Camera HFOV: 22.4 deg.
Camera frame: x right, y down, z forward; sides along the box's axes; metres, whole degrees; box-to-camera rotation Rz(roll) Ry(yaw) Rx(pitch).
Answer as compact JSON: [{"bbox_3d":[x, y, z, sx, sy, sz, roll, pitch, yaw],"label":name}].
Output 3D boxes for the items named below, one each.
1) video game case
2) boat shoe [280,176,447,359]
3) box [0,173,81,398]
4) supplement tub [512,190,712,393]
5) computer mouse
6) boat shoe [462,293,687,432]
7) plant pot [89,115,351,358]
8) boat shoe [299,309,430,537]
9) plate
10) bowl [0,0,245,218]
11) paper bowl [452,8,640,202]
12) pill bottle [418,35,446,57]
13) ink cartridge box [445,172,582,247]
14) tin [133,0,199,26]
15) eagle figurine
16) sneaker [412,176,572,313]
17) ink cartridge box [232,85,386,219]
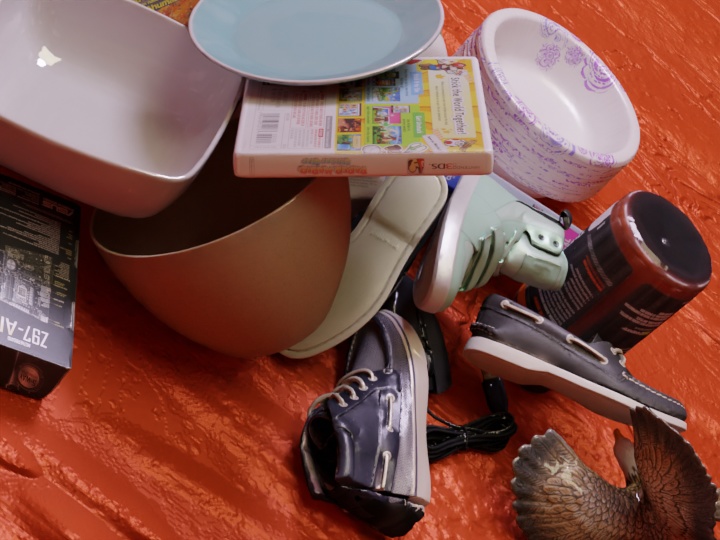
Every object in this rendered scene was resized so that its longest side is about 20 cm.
[{"bbox_3d":[0.002,-0.116,1.350,0.181,0.023,0.200,-1,25,1],"label":"video game case"},{"bbox_3d":[-0.002,-0.002,1.494,0.074,0.066,0.200,33,75,8],"label":"boat shoe"},{"bbox_3d":[-0.296,-0.012,1.281,0.199,0.044,0.161,22,42,-28],"label":"box"},{"bbox_3d":[0.204,0.026,1.588,0.107,0.200,0.107,27,40,-25],"label":"supplement tub"},{"bbox_3d":[0.067,0.066,1.548,0.140,0.046,0.201,4,53,-40],"label":"computer mouse"},{"bbox_3d":[0.186,0.080,1.527,0.199,0.074,0.061,21,74,2],"label":"boat shoe"},{"bbox_3d":[-0.088,-0.013,1.386,0.201,0.199,0.135,-64,139,-52],"label":"plant pot"},{"bbox_3d":[0.000,0.104,1.423,0.092,0.075,0.201,26,41,-35],"label":"boat shoe"},{"bbox_3d":[-0.034,-0.188,1.418,0.199,0.026,0.201,-2,35,1],"label":"plate"},{"bbox_3d":[-0.202,-0.124,1.367,0.199,0.075,0.200,24,38,-3],"label":"bowl"},{"bbox_3d":[0.171,-0.154,1.810,0.200,0.104,0.201,25,41,-24],"label":"paper bowl"},{"bbox_3d":[0.008,-0.198,1.536,0.112,0.113,0.201,12,47,-36],"label":"pill bottle"},{"bbox_3d":[0.110,-0.065,1.667,0.200,0.042,0.119,34,-6,-17],"label":"ink cartridge box"},{"bbox_3d":[-0.153,-0.214,1.517,0.199,0.042,0.112,-23,72,-4],"label":"tin"},{"bbox_3d":[0.233,0.191,1.511,0.151,0.152,0.200,31,5,35],"label":"eagle figurine"},{"bbox_3d":[0.116,-0.011,1.504,0.118,0.074,0.201,27,33,1],"label":"sneaker"},{"bbox_3d":[-0.035,-0.118,1.595,0.146,0.086,0.201,3,51,-42],"label":"ink cartridge box"}]
